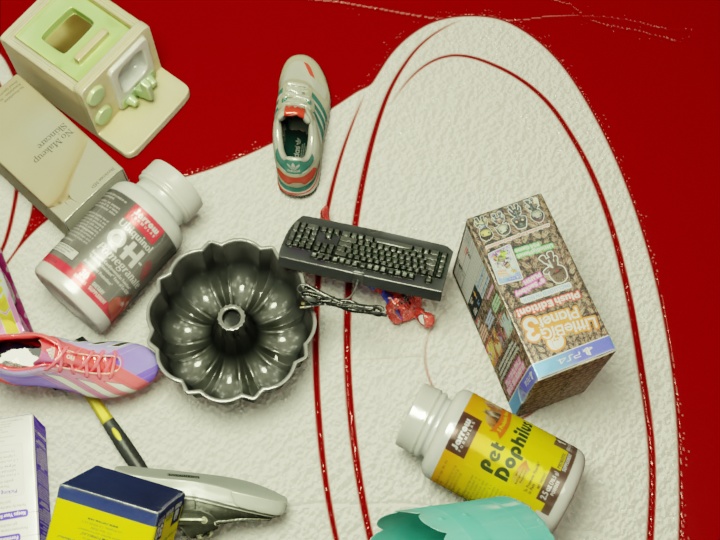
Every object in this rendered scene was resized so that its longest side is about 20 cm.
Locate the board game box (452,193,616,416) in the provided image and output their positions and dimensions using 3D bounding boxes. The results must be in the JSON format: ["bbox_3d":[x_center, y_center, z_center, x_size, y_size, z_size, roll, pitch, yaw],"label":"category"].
[{"bbox_3d":[0.194,0.044,1.229,0.096,0.160,0.202,-19,70,-9],"label":"board game box"}]

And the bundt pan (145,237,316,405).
[{"bbox_3d":[-0.150,0.069,1.254,0.199,0.076,0.205,1,66,-3],"label":"bundt pan"}]

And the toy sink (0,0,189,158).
[{"bbox_3d":[-0.337,-0.265,1.366,0.199,0.112,0.131,36,72,12],"label":"toy sink"}]

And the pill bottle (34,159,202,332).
[{"bbox_3d":[-0.284,-0.035,1.276,0.110,0.111,0.201,36,72,12],"label":"pill bottle"}]

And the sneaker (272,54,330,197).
[{"bbox_3d":[-0.075,-0.201,1.356,0.069,0.094,0.203,3,68,0],"label":"sneaker"}]

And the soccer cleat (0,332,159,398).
[{"bbox_3d":[-0.326,0.103,1.195,0.197,0.077,0.068,5,70,-10],"label":"soccer cleat"}]

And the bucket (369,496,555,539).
[{"bbox_3d":[0.110,0.333,1.081,0.133,0.207,0.210,-6,66,-32],"label":"bucket"}]

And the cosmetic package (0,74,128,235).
[{"bbox_3d":[-0.395,-0.140,1.337,0.199,0.073,0.104,39,72,14],"label":"cosmetic package"}]

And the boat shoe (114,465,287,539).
[{"bbox_3d":[-0.182,0.264,1.188,0.197,0.071,0.065,9,89,-2],"label":"boat shoe"}]

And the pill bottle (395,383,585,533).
[{"bbox_3d":[0.143,0.207,1.189,0.198,0.110,0.110,27,70,9],"label":"pill bottle"}]

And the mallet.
[{"bbox_3d":[-0.291,0.164,1.240,0.066,0.041,0.200,-41,79,-18],"label":"mallet"}]

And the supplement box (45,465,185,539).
[{"bbox_3d":[-0.267,0.322,1.100,0.108,0.109,0.203,15,92,5],"label":"supplement box"}]

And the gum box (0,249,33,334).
[{"bbox_3d":[-0.474,0.032,1.268,0.112,0.066,0.202,-25,71,-9],"label":"gum box"}]

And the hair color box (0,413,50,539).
[{"bbox_3d":[-0.404,0.271,1.178,0.108,0.065,0.203,-8,67,-5],"label":"hair color box"}]

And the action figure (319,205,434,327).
[{"bbox_3d":[0.014,-0.005,1.281,0.199,0.099,0.065,40,73,11],"label":"action figure"}]

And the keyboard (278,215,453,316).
[{"bbox_3d":[0.000,0.000,1.228,0.197,0.021,0.128,11,56,10],"label":"keyboard"}]
